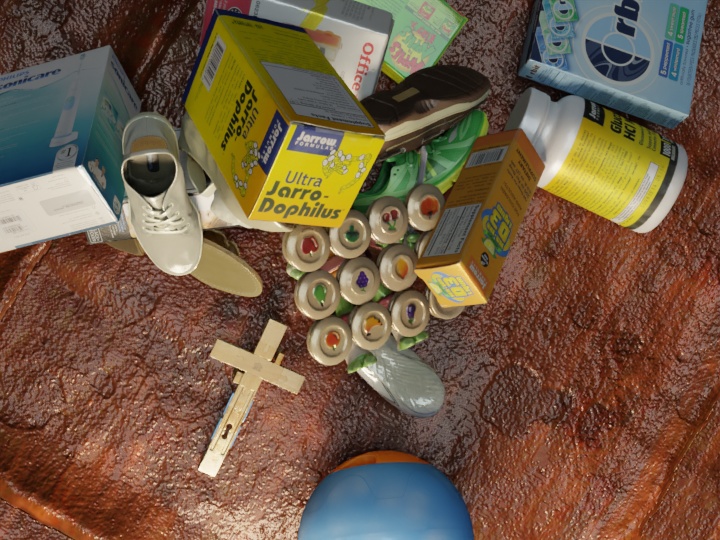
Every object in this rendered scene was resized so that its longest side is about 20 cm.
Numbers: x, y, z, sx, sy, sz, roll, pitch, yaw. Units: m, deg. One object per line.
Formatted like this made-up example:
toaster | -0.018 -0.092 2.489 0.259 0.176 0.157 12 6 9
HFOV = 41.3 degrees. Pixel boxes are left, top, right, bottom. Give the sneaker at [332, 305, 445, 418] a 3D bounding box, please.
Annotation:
sneaker | 0.017 0.099 1.127 0.200 0.073 0.072 44 70 8

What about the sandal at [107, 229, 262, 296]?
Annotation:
sandal | -0.197 -0.043 1.098 0.209 0.078 0.070 19 53 8

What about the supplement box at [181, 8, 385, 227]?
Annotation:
supplement box | -0.081 -0.149 0.929 0.108 0.201 0.110 3 129 -36

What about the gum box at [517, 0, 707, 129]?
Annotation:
gum box | 0.297 -0.278 1.115 0.197 0.045 0.172 17 73 -7

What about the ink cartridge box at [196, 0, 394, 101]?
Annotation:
ink cartridge box | -0.075 -0.235 1.057 0.197 0.084 0.147 16 121 -3

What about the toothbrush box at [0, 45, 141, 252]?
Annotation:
toothbrush box | -0.323 -0.131 1.001 0.144 0.202 0.086 -13 137 9

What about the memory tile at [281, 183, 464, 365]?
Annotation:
memory tile | 0.020 0.003 0.998 0.198 0.017 0.155 -19 104 -27

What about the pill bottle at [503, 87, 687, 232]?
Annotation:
pill bottle | 0.267 -0.133 1.110 0.198 0.112 0.114 24 91 -6

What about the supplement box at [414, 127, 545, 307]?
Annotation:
supplement box | 0.130 -0.058 1.020 0.067 0.068 0.201 49 55 -32

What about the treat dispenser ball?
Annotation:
treat dispenser ball | 0.029 0.305 1.067 0.198 0.201 0.204 0 93 -5

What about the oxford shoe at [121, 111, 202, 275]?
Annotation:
oxford shoe | -0.205 -0.065 0.979 0.074 0.058 0.202 -8 134 -6

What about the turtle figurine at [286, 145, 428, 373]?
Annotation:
turtle figurine | 0.000 0.000 1.037 0.199 0.143 0.196 -28 85 41

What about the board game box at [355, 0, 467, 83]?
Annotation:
board game box | 0.015 -0.309 1.111 0.199 0.048 0.102 37 90 -6

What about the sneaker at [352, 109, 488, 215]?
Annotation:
sneaker | 0.069 -0.124 1.112 0.200 0.074 0.084 -42 99 -1

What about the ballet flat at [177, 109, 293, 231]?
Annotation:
ballet flat | -0.135 -0.089 0.977 0.069 0.070 0.201 -36 56 -2

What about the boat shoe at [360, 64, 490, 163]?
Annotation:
boat shoe | 0.063 -0.172 1.069 0.201 0.075 0.075 -24 54 -34

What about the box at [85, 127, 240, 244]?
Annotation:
box | -0.209 -0.101 1.065 0.197 0.118 0.061 -6 137 -4

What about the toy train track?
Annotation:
toy train track | -0.141 0.147 1.132 0.114 0.033 0.202 25 96 -13
